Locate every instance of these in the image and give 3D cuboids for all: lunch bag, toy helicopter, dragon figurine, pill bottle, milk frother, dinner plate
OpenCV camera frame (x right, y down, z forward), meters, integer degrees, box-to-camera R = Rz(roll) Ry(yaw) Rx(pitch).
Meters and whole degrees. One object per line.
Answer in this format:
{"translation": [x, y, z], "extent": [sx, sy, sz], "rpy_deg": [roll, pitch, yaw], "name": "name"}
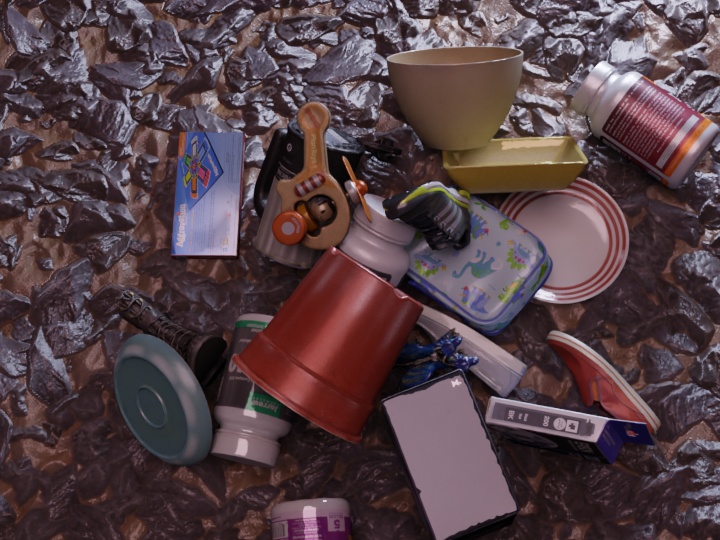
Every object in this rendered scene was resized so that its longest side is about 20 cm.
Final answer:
{"translation": [0.159, -0.014, 1.709], "extent": [0.200, 0.082, 0.161], "rpy_deg": [36, 85, 24], "name": "lunch bag"}
{"translation": [-0.050, -0.128, 1.603], "extent": [0.132, 0.079, 0.200], "rpy_deg": [-1, 97, 11], "name": "toy helicopter"}
{"translation": [0.081, 0.125, 1.642], "extent": [0.200, 0.099, 0.059], "rpy_deg": [-17, 90, 32], "name": "dragon figurine"}
{"translation": [0.000, 0.000, 1.673], "extent": [0.120, 0.120, 0.200], "rpy_deg": [31, 108, 12], "name": "pill bottle"}
{"translation": [-0.045, -0.115, 1.751], "extent": [0.200, 0.181, 0.188], "rpy_deg": [12, 112, -21], "name": "milk frother"}
{"translation": [0.415, -0.219, 1.751], "extent": [0.200, 0.113, 0.113], "rpy_deg": [37, 80, 13], "name": "pill bottle"}
{"translation": [-0.143, 0.171, 1.678], "extent": [0.113, 0.113, 0.200], "rpy_deg": [10, 75, 7], "name": "pill bottle"}
{"translation": [-0.061, 0.413, 1.602], "extent": [0.112, 0.112, 0.200], "rpy_deg": [-6, 74, 2], "name": "pill bottle"}
{"translation": [0.295, -0.045, 1.756], "extent": [0.200, 0.024, 0.200], "rpy_deg": [-1, 74, 3], "name": "dinner plate"}

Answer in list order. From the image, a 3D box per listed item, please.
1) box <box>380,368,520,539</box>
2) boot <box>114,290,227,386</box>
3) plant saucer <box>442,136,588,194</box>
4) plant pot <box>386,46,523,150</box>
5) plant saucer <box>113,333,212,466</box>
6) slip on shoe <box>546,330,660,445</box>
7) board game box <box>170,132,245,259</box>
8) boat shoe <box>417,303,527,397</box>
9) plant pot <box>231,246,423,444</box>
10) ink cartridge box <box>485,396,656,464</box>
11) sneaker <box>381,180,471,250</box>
{"translation": [0.118, 0.258, 1.589], "extent": [0.123, 0.198, 0.200], "rpy_deg": [-21, 73, -2], "name": "box"}
{"translation": [-0.275, 0.088, 1.674], "extent": [0.174, 0.200, 0.069], "rpy_deg": [36, 75, 6], "name": "boot"}
{"translation": [0.219, -0.152, 1.727], "extent": [0.200, 0.200, 0.049], "rpy_deg": [-2, 107, 4], "name": "plant saucer"}
{"translation": [0.141, -0.252, 1.757], "extent": [0.200, 0.200, 0.135], "rpy_deg": [-2, 107, 4], "name": "plant pot"}
{"translation": [-0.283, 0.186, 1.650], "extent": [0.027, 0.200, 0.200], "rpy_deg": [-27, 70, -41], "name": "plant saucer"}
{"translation": [0.332, 0.163, 1.670], "extent": [0.061, 0.074, 0.200], "rpy_deg": [-42, 80, -5], "name": "slip on shoe"}
{"translation": [-0.232, -0.115, 1.816], "extent": [0.103, 0.019, 0.200], "rpy_deg": [1, 74, 3], "name": "board game box"}
{"translation": [0.138, 0.113, 1.696], "extent": [0.201, 0.070, 0.072], "rpy_deg": [31, 90, 18], "name": "boat shoe"}
{"translation": [-0.030, 0.088, 1.538], "extent": [0.201, 0.201, 0.195], "rpy_deg": [34, 90, 12], "name": "plant pot"}
{"translation": [0.282, 0.216, 1.567], "extent": [0.200, 0.198, 0.043], "rpy_deg": [7, 77, 20], "name": "ink cartridge box"}
{"translation": [0.100, -0.070, 1.601], "extent": [0.074, 0.200, 0.081], "rpy_deg": [-21, 77, 32], "name": "sneaker"}
